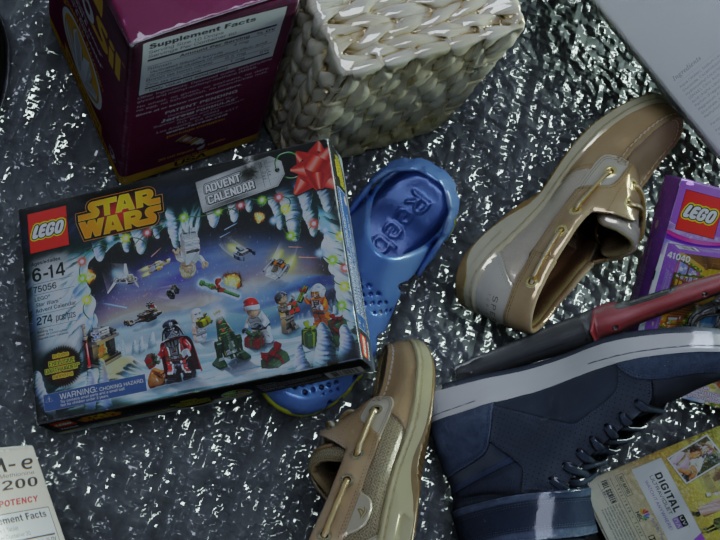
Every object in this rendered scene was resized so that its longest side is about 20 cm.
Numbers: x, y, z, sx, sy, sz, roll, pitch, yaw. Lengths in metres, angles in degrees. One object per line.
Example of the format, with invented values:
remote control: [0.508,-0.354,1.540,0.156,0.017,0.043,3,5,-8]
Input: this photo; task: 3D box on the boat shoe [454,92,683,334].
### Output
boat shoe: [0.151,-0.032,0.939,0.200,0.074,0.069,-44,57,-15]

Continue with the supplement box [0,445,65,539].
supplement box: [-0.206,0.208,0.761,0.126,0.073,0.200,-30,75,26]

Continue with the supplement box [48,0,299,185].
supplement box: [-0.118,-0.155,0.869,0.103,0.200,0.131,-20,75,-17]

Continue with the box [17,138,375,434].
box: [-0.100,0.010,0.863,0.199,0.040,0.137,-13,72,9]

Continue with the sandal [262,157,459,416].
sandal: [0.000,0.000,0.901,0.079,0.087,0.200,32,70,-2]

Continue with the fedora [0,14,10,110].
fedora: [-0.310,-0.134,0.879,0.200,0.092,0.201,4,71,-10]

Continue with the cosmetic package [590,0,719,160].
cosmetic package: [0.214,-0.165,0.958,0.081,0.113,0.200,-38,97,14]

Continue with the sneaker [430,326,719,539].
sneaker: [0.140,0.119,0.854,0.202,0.077,0.147,-20,70,29]

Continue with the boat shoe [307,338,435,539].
boat shoe: [0.004,0.107,0.840,0.064,0.071,0.200,11,36,0]

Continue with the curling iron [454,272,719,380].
curling iron: [0.155,0.042,0.907,0.199,0.026,0.050,-13,89,10]

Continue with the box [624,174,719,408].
box: [0.277,0.029,0.942,0.199,0.039,0.137,15,96,-6]

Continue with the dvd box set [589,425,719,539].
dvd box set: [0.252,0.156,0.877,0.200,0.029,0.147,-23,55,-2]

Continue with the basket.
basket: [0.002,-0.155,0.896,0.135,0.200,0.124,-17,80,-16]
